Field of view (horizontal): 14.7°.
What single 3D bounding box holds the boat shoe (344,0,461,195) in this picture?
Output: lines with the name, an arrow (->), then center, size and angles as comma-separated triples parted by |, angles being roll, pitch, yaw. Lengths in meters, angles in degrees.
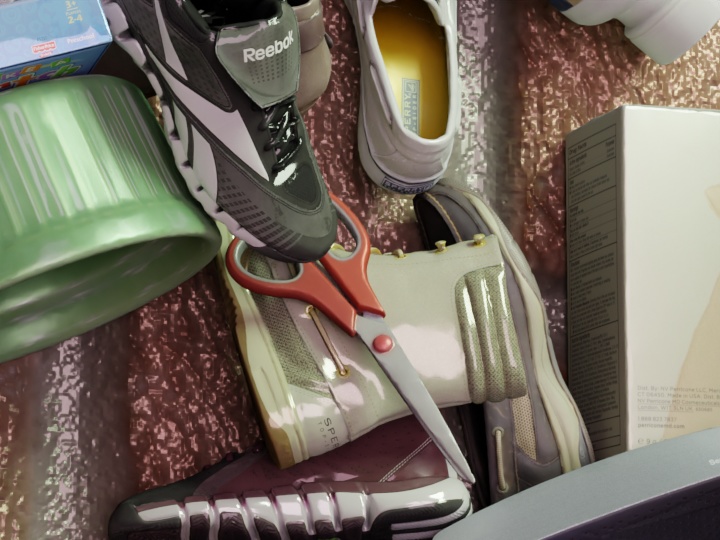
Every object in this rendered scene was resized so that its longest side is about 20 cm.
boat shoe -> 0.026, -0.151, 1.574 | 0.074, 0.086, 0.203 | 5, 66, -13

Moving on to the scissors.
scissors -> 0.010, 0.026, 1.470 | 0.073, 0.014, 0.200 | -41, 66, -20

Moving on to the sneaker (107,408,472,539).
sneaker -> -0.041, 0.106, 1.551 | 0.199, 0.076, 0.116 | -3, 55, -4

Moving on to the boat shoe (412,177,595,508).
boat shoe -> 0.067, 0.046, 1.579 | 0.073, 0.074, 0.201 | -21, 85, -16

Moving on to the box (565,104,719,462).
box -> 0.168, 0.012, 1.604 | 0.077, 0.095, 0.201 | 3, 82, -17

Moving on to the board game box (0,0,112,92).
board game box -> -0.220, -0.090, 1.449 | 0.151, 0.200, 0.037 | -15, 85, -18

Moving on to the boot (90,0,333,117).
boot -> -0.102, -0.144, 1.494 | 0.199, 0.147, 0.070 | 29, 55, 10

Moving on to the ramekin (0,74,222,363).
ramekin -> -0.181, -0.023, 1.457 | 0.199, 0.200, 0.098 | -19, 80, -18

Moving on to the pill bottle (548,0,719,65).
pill bottle -> 0.127, -0.213, 1.615 | 0.200, 0.111, 0.111 | 40, 73, -10

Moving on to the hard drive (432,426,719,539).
hard drive -> 0.135, 0.153, 1.545 | 0.199, 0.135, 0.042 | -20, 56, -4

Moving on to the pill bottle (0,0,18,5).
pill bottle -> -0.188, -0.207, 1.477 | 0.110, 0.111, 0.200 | 30, 36, -10

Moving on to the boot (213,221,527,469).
boot -> 0.000, 0.000, 1.531 | 0.154, 0.072, 0.201 | -15, 62, -3

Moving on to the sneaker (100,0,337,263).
sneaker -> -0.061, -0.093, 1.401 | 0.066, 0.090, 0.201 | -39, 104, -39
